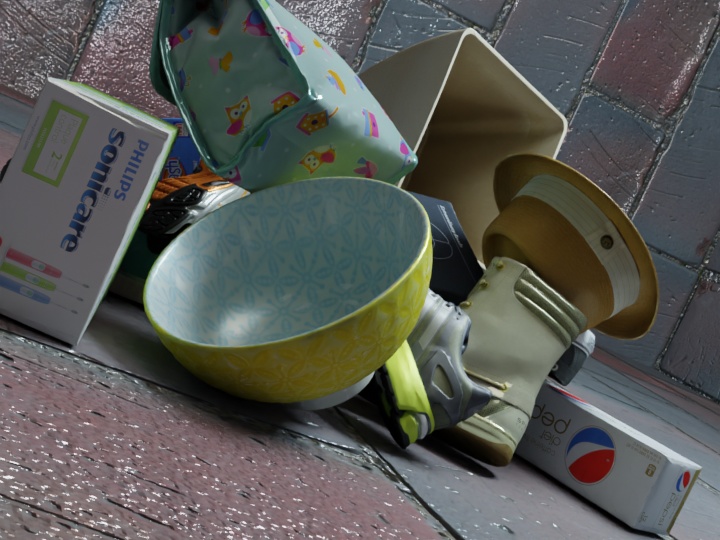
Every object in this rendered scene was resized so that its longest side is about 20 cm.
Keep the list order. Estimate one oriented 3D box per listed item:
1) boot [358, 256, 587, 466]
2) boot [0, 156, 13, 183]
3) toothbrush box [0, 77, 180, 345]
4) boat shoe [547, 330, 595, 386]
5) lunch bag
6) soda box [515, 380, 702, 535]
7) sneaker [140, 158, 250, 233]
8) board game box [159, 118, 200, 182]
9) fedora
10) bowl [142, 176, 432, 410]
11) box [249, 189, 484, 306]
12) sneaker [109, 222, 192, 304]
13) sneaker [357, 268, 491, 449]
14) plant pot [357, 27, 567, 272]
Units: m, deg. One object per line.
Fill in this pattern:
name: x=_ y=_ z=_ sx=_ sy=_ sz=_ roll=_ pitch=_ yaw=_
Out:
boot: x=0.069 y=0.049 z=0.970 sx=0.200 sy=0.155 sz=0.072 roll=29 pitch=-20 yaw=14
boot: x=-0.244 y=-0.099 z=1.227 sx=0.165 sy=0.066 sz=0.200 roll=-19 pitch=-19 yaw=26
toothbrush box: x=-0.192 y=-0.047 z=0.807 sx=0.086 sy=0.146 sz=0.200 roll=24 pitch=5 yaw=-11
boat shoe: x=0.128 y=0.049 z=1.147 sx=0.200 sy=0.057 sz=0.069 roll=23 pitch=-15 yaw=26
lunch bag: x=-0.073 y=-0.146 z=0.949 sx=0.170 sy=0.122 sz=0.200 roll=25 pitch=28 yaw=-56
soda box: x=0.194 y=0.154 z=1.040 sx=0.064 sy=0.068 sz=0.200 roll=22 pitch=5 yaw=-43
sneaker: x=-0.146 y=-0.047 z=1.094 sx=0.076 sy=0.200 sz=0.092 roll=27 pitch=-35 yaw=39
board game box: x=-0.165 y=-0.075 z=1.231 sx=0.045 sy=0.152 sz=0.200 roll=2 pitch=2 yaw=6
fedora: x=0.168 y=-0.005 z=1.034 sx=0.201 sy=0.082 sz=0.201 roll=43 pitch=-22 yaw=22
bowl: x=-0.040 y=0.031 z=0.817 sx=0.200 sy=0.200 sz=0.108 roll=29 pitch=-37 yaw=47
box: x=0.000 y=0.000 z=1.066 sx=0.200 sy=0.107 sz=0.149 roll=13 pitch=36 yaw=-29
sneaker: x=-0.228 y=-0.042 z=0.948 sx=0.200 sy=0.080 sz=0.071 roll=24 pitch=5 yaw=-13
sneaker: x=0.040 y=0.038 z=0.905 sx=0.081 sy=0.200 sz=0.074 roll=-9 pitch=-28 yaw=-12
plant pot: x=0.074 y=-0.128 z=1.290 sx=0.177 sy=0.200 sz=0.200 roll=12 pitch=-16 yaw=47
